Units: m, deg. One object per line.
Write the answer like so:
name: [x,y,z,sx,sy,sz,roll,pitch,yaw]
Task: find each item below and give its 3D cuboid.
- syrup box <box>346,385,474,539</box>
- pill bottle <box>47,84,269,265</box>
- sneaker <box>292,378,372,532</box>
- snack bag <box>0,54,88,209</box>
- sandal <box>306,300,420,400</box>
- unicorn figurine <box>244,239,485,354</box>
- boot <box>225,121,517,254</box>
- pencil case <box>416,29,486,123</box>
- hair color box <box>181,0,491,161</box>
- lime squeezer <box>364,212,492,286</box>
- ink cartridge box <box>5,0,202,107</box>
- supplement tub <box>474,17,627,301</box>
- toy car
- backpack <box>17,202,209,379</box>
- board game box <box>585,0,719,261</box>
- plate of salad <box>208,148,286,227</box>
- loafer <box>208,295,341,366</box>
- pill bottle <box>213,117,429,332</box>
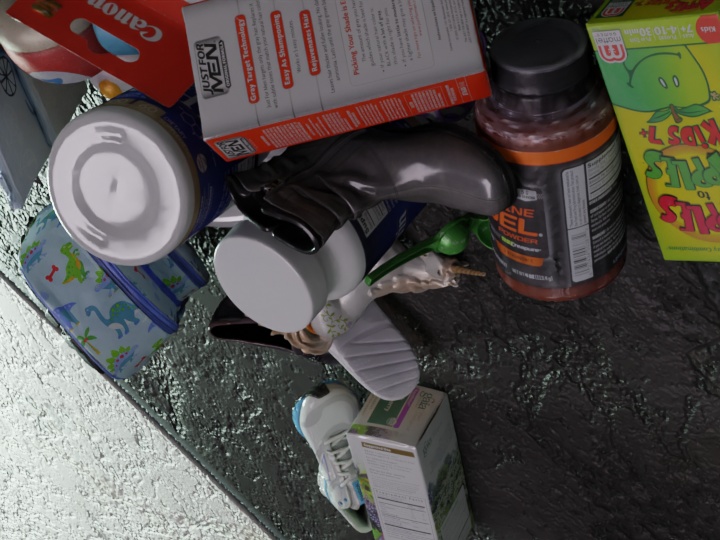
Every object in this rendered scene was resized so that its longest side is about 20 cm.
syrup box: [0.053,0.212,1.462,0.081,0.079,0.201,8,133,27]
pill bottle: [-0.144,-0.092,1.127,0.118,0.200,0.121,7,113,18]
sneaker: [-0.012,0.196,1.494,0.087,0.074,0.201,57,169,45]
snack bag: [-0.309,-0.186,1.305,0.021,0.201,0.190,-5,126,15]
sandal: [-0.026,0.039,1.365,0.207,0.079,0.059,52,170,-3]
unicorn figurine: [0.000,0.000,1.292,0.137,0.074,0.200,42,118,-11]
boot: [0.006,-0.053,1.052,0.199,0.132,0.070,19,139,40]
pencil case: [-0.001,-0.172,1.123,0.198,0.085,0.085,16,105,27]
hair color box: [-0.016,-0.152,1.003,0.198,0.103,0.061,-12,168,8]
lime squeezer: [0.093,-0.015,1.190,0.198,0.071,0.038,1,159,-16]
ink cartridge box: [-0.147,-0.236,1.094,0.162,0.200,0.057,30,145,14]
supplement tub: [0.140,-0.083,1.070,0.106,0.107,0.202,15,136,31]
toy car: [-0.213,-0.195,1.241,0.182,0.178,0.201,2,142,26]
backpack: [-0.243,-0.001,1.421,0.183,0.147,0.200,48,-175,-12]
board game box: [0.239,-0.099,1.012,0.101,0.048,0.201,2,128,40]
plate of salad: [-0.136,-0.101,1.314,0.197,0.049,0.201,4,150,2]
loafer: [-0.064,0.064,1.439,0.198,0.063,0.072,13,136,33]
pill bottle: [-0.025,-0.049,1.173,0.115,0.200,0.116,24,141,22]
